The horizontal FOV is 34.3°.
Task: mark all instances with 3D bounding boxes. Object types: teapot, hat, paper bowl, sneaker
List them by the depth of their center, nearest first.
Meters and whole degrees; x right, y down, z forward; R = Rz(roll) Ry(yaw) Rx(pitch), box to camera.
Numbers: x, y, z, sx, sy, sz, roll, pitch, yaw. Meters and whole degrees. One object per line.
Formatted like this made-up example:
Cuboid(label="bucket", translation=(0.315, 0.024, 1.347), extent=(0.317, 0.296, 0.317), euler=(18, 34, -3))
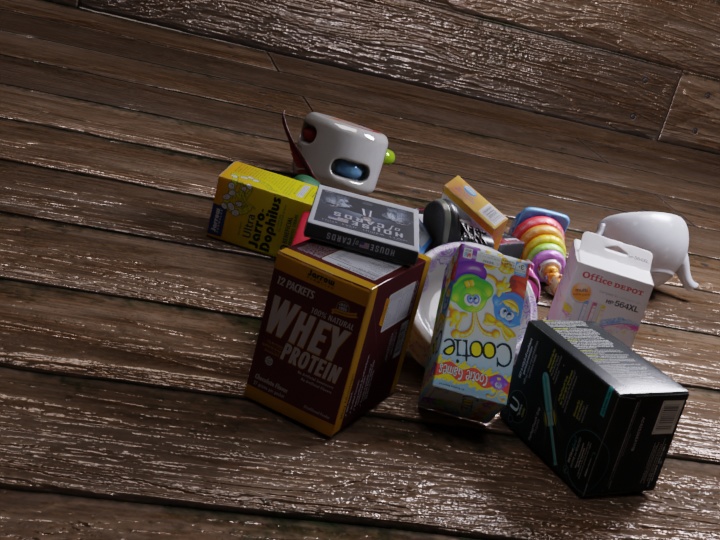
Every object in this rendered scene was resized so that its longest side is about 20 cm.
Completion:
Cuboid(label="paper bowl", translation=(0.149, 0.069, 1.697), extent=(0.197, 0.105, 0.204), euler=(6, 61, -11))
Cuboid(label="sneaker", translation=(0.155, -0.055, 1.781), extent=(0.105, 0.201, 0.076), euler=(-17, 61, -9))
Cuboid(label="hat", translation=(-0.084, -0.159, 2.090), extent=(0.197, 0.179, 0.166), euler=(17, 20, 5))
Cuboid(label="teapot", translation=(0.556, -0.028, 2.314), extent=(0.197, 0.149, 0.197), euler=(-3, -12, 25))

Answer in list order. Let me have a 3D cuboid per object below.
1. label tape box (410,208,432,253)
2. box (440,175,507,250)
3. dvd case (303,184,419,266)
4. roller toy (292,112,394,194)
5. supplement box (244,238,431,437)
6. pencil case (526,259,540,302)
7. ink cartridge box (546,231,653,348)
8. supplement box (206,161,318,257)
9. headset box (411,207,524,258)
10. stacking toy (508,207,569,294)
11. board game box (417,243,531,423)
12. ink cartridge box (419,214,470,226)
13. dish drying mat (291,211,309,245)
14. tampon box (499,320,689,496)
Cuboid(label="label tape box", translation=(0.000, 0.000, 1.713), extent=(0.067, 0.198, 0.143), euler=(56, 21, -6))
Cuboid(label="box", translation=(0.180, -0.056, 2.001), extent=(0.041, 0.201, 0.119), euler=(-36, 67, -26))
Cuboid(label="dvd case", translation=(0.005, -0.063, 1.546), extent=(0.148, 0.025, 0.200), euler=(15, 17, -2))
Cuboid(label="roller toy", translation=(-0.046, -0.234, 2.380), extent=(0.197, 0.142, 0.182), euler=(21, 9, 21))
Cuboid(label="supplement box", translation=(-0.027, 0.070, 1.490), extent=(0.131, 0.200, 0.199), euler=(22, 19, 20))
Cuboid(label="pencil case", translation=(0.212, 0.034, 1.933), extent=(0.198, 0.095, 0.091), euler=(-7, 39, -46))
Cuboid(label="ink cartridge box", translation=(0.377, 0.053, 1.851), extent=(0.126, 0.203, 0.125), euler=(16, 19, 3))
Cuboid(label="supplement box", translation=(-0.146, -0.095, 1.974), extent=(0.197, 0.111, 0.110), euler=(17, 19, 4))
Cuboid(label="headset box", translation=(0.195, -0.047, 2.163), extent=(0.147, 0.078, 0.199), euler=(-6, 30, -47))
Cuboid(label="stacking toy", translation=(0.352, -0.019, 2.210), extent=(0.108, 0.117, 0.201), euler=(10, 34, -14))
Cuboid(label="board game box", translation=(0.152, 0.085, 1.564), extent=(0.101, 0.203, 0.105), euler=(14, -22, -3))
Cuboid(label="ink cartridge box", translation=(0.064, -0.040, 1.940), extent=(0.197, 0.086, 0.144), euler=(6, -14, -25))
Cuboid(label="dish drying mat", translation=(-0.076, -0.019, 1.831), extent=(0.075, 0.018, 0.202), euler=(11, 46, 4))
Cuboid(label="tampon box", translation=(0.302, 0.177, 1.536), extent=(0.124, 0.152, 0.200), euler=(3, 23, -31))
